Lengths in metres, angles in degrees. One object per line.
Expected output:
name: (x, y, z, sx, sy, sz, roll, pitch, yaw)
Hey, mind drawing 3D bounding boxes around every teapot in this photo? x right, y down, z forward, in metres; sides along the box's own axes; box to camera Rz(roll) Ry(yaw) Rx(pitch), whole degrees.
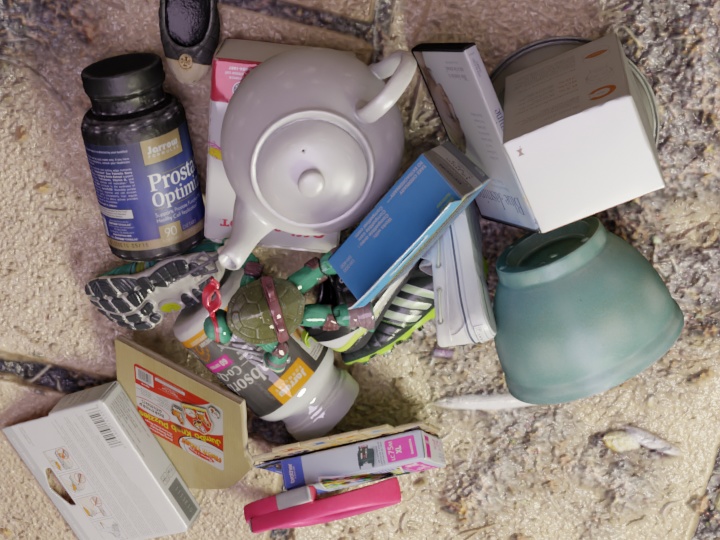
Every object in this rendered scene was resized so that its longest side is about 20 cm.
teapot: (-0.043, -0.115, 1.424, 0.195, 0.146, 0.202, -2, 115, -1)

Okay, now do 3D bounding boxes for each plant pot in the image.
plant pot: (0.218, 0.027, 1.529, 0.199, 0.201, 0.135, -22, 107, 15)

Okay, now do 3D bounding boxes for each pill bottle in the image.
pill bottle: (-0.102, 0.093, 1.635, 0.116, 0.117, 0.200, -40, 105, 21)
pill bottle: (-0.232, -0.120, 1.552, 0.111, 0.112, 0.202, -6, 114, 8)

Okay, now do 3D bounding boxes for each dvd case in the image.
dvd case: (0.119, -0.136, 1.490, 0.017, 0.143, 0.201, -28, 106, -14)

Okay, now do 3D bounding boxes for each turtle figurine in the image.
turtle figurine: (-0.091, 0.039, 1.515, 0.198, 0.101, 0.151, -14, 106, -6)

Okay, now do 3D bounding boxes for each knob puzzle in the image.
knob puzzle: (-0.200, 0.176, 1.702, 0.218, 0.030, 0.221, 22, 136, 23)

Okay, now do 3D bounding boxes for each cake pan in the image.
cake pan: (0.213, -0.142, 1.538, 0.198, 0.037, 0.202, 2, 114, 5)

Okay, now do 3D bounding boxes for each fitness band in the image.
fitness band: (-0.044, 0.271, 1.689, 0.199, 0.143, 0.038, -21, 72, 41)

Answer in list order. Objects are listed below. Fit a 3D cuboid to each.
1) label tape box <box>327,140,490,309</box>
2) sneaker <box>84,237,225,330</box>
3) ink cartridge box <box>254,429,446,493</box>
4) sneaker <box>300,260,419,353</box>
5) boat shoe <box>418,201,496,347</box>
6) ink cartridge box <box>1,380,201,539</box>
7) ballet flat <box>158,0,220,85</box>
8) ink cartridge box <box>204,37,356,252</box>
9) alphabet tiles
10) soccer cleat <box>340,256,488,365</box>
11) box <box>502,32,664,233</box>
label tape box: (0.042, -0.046, 1.419, 0.066, 0.200, 0.143, 44, 107, 5)
sneaker: (-0.220, 0.010, 1.632, 0.199, 0.080, 0.078, -15, 120, 33)
ink cartridge box: (-0.010, 0.224, 1.686, 0.198, 0.119, 0.042, -12, 76, 13)
sneaker: (0.000, 0.000, 1.576, 0.082, 0.072, 0.201, 20, 100, -35)
boat shoe: (0.091, -0.016, 1.534, 0.066, 0.201, 0.074, -15, 149, 15)
ink cartridge box: (-0.310, 0.238, 1.765, 0.173, 0.044, 0.201, -16, 114, 34)
ballet flat: (-0.177, -0.285, 1.501, 0.066, 0.057, 0.202, 7, 115, 4)
ink cartridge box: (-0.085, -0.132, 1.546, 0.146, 0.086, 0.202, 7, 116, 0)
alphabet tiles: (-0.014, 0.196, 1.661, 0.198, 0.166, 0.006, -13, 77, 11)
soccer cleat: (0.050, 0.031, 1.626, 0.199, 0.068, 0.081, -36, 91, 17)
box: (0.210, -0.136, 1.409, 0.124, 0.200, 0.098, -21, 111, 15)
